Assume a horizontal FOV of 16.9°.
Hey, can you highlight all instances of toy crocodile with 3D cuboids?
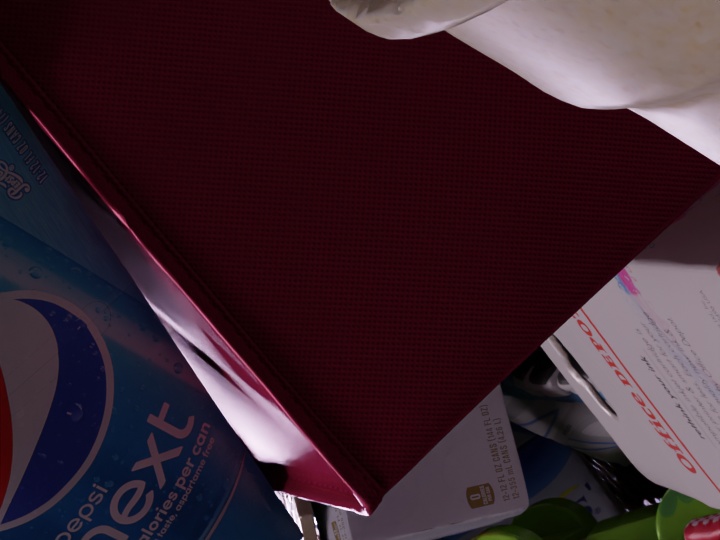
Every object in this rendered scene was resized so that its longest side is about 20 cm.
[{"bbox_3d":[0.099,0.110,0.891,0.067,0.200,0.062,-13,-94,-69],"label":"toy crocodile"}]

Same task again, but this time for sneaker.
[{"bbox_3d":[0.078,0.040,0.937,0.087,0.075,0.200,42,170,-21],"label":"sneaker"}]

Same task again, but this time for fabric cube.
[{"bbox_3d":[-0.018,-0.077,0.648,0.196,0.199,0.200,50,165,-13],"label":"fabric cube"}]

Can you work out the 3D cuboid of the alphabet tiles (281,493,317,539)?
[{"bbox_3d":[-0.031,0.067,0.940,0.167,0.008,0.200,86,171,-62],"label":"alphabet tiles"}]

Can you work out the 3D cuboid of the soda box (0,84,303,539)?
[{"bbox_3d":[-0.093,0.011,0.574,0.068,0.064,0.200,31,159,47],"label":"soda box"}]

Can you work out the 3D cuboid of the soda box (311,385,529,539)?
[{"bbox_3d":[0.000,0.000,0.876,0.064,0.068,0.200,130,127,-75],"label":"soda box"}]

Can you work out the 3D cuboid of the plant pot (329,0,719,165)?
[{"bbox_3d":[0.128,-0.059,0.365,0.183,0.201,0.200,39,167,-16],"label":"plant pot"}]

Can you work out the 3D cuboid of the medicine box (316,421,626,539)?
[{"bbox_3d":[0.056,0.126,1.079,0.200,0.103,0.182,52,175,-30],"label":"medicine box"}]

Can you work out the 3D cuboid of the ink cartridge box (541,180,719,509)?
[{"bbox_3d":[0.128,0.019,0.747,0.117,0.067,0.200,52,162,-18],"label":"ink cartridge box"}]

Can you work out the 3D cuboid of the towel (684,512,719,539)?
[{"bbox_3d":[0.204,0.113,0.673,0.200,0.023,0.145,37,143,-27],"label":"towel"}]
